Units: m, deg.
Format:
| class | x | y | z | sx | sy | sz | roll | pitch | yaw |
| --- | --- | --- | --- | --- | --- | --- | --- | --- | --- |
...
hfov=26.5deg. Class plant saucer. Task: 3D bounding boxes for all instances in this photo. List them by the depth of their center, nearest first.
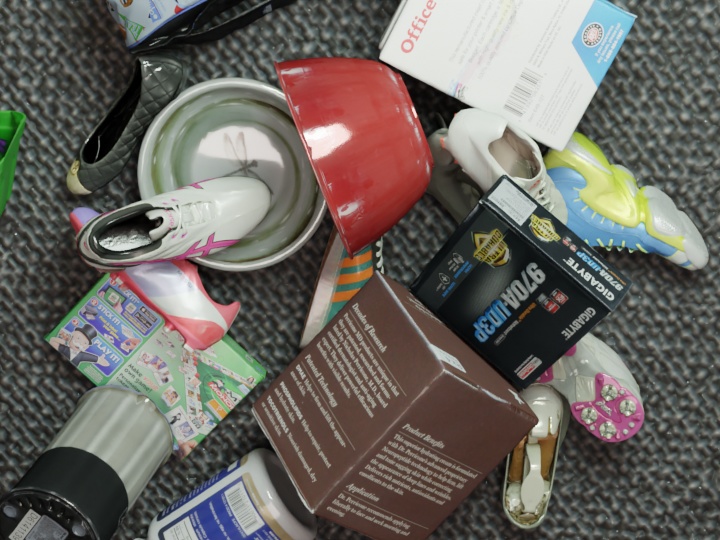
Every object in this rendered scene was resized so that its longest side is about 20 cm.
| class | x | y | z | sx | sy | sz | roll | pitch | yaw |
| --- | --- | --- | --- | --- | --- | --- | --- | --- | --- |
| plant saucer | -0.127 | -0.101 | 1.572 | 0.199 | 0.050 | 0.201 | 0 | 104 | 1 |

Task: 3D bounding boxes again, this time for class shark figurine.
| class | x | y | z | sx | sy | sz | roll | pitch | yaw |
| --- | --- | --- | --- | --- | --- | --- | --- | --- | --- |
| shark figurine | 0.085 | -0.069 | 1.560 | 0.089 | 0.128 | 0.215 | -27 | 128 | -1 |

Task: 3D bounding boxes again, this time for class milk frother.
| class | x | y | z | sx | sy | sz | roll | pitch | yaw |
| --- | --- | --- | --- | --- | --- | --- | --- | --- | --- |
| milk frother | -0.329 | 0.197 | 1.578 | 0.180 | 0.188 | 0.200 | -29 | 106 | 30 |

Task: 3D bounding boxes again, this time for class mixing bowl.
| class | x | y | z | sx | sy | sz | roll | pitch | yaw |
| --- | --- | --- | --- | --- | --- | --- | --- | --- | --- |
| mixing bowl | 0.003 | -0.121 | 1.440 | 0.108 | 0.200 | 0.201 | -21 | 103 | 2 |

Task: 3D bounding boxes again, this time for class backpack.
| class | x | y | z | sx | sy | sz | roll | pitch | yaw |
| --- | --- | --- | --- | --- | --- | --- | --- | --- | --- |
| backpack | -0.160 | -0.293 | 1.458 | 0.190 | 0.200 | 0.154 | -34 | 92 | 13 |

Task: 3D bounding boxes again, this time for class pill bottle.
| class | x | y | z | sx | sy | sz | roll | pitch | yaw |
| --- | --- | --- | --- | --- | --- | --- | --- | --- | --- |
| pill bottle | -0.156 | 0.288 | 1.639 | 0.200 | 0.116 | 0.116 | -33 | 101 | 10 |

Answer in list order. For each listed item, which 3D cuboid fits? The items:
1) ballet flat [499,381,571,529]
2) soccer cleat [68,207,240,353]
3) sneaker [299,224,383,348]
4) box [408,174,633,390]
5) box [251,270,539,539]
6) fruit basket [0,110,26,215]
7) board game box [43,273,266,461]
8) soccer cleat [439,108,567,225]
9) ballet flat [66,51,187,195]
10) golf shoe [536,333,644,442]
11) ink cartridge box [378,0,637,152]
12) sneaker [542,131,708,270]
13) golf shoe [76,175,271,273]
| class | x | y | z | sx | sy | sz | roll | pitch | yaw |
| --- | --- | --- | --- | --- | --- | --- | --- | --- | --- |
| ballet flat | 0.189 | 0.181 | 1.628 | 0.067 | 0.064 | 0.201 | 6 | 104 | 0 |
| soccer cleat | -0.213 | -0.001 | 1.571 | 0.200 | 0.067 | 0.076 | 45 | 79 | -7 |
| sneaker | 0.000 | 0.000 | 1.588 | 0.080 | 0.071 | 0.200 | 16 | 111 | -5 |
| box | 0.149 | 0.015 | 1.473 | 0.159 | 0.200 | 0.046 | 41 | 58 | 2 |
| box | 0.033 | 0.146 | 1.543 | 0.200 | 0.164 | 0.166 | -47 | 133 | 11 |
| fruit basket | -0.445 | -0.140 | 1.516 | 0.215 | 0.156 | 0.216 | 1 | 119 | 2 |
| board game box | -0.218 | 0.090 | 1.635 | 0.200 | 0.029 | 0.135 | 43 | 100 | -9 |
| soccer cleat | 0.153 | -0.084 | 1.463 | 0.200 | 0.077 | 0.069 | 42 | 69 | -41 |
| ballet flat | -0.246 | -0.150 | 1.536 | 0.057 | 0.067 | 0.200 | 14 | 132 | -39 |
| golf shoe | 0.219 | 0.089 | 1.598 | 0.075 | 0.092 | 0.200 | -41 | 89 | 24 |
| ink cartridge box | 0.136 | -0.233 | 1.482 | 0.200 | 0.145 | 0.147 | 28 | 103 | -5 |
| sneaker | 0.257 | -0.049 | 1.571 | 0.200 | 0.076 | 0.105 | 40 | 114 | -1 |
| golf shoe | -0.178 | -0.043 | 1.499 | 0.199 | 0.092 | 0.073 | -19 | 94 | -13 |
